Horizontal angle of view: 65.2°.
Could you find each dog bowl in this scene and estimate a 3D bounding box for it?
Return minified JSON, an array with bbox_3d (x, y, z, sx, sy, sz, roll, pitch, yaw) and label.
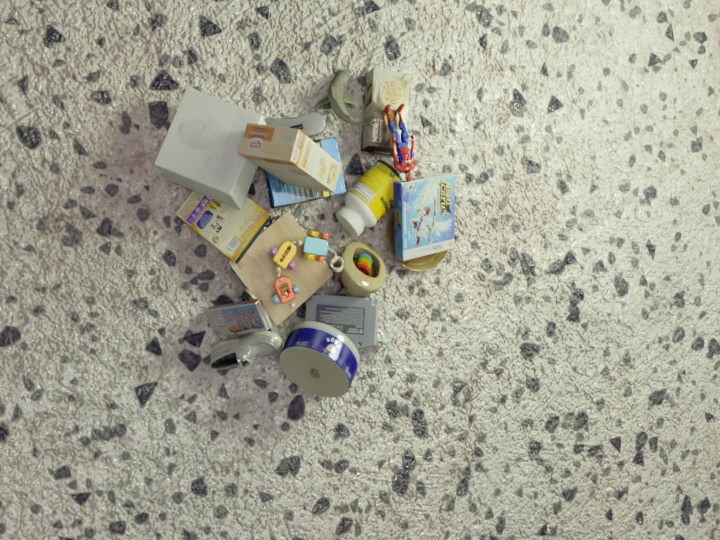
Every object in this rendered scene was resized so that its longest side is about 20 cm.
[{"bbox_3d":[-0.102,0.225,1.408,0.198,0.199,0.080,38,48,-13],"label":"dog bowl"}]

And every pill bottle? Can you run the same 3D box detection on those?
[{"bbox_3d":[0.029,-0.191,1.490,0.113,0.112,0.201,45,79,-13],"label":"pill bottle"}]

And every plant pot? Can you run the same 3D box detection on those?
[{"bbox_3d":[0.162,-0.102,1.578,0.193,0.027,0.209,-1,92,-18],"label":"plant pot"}]

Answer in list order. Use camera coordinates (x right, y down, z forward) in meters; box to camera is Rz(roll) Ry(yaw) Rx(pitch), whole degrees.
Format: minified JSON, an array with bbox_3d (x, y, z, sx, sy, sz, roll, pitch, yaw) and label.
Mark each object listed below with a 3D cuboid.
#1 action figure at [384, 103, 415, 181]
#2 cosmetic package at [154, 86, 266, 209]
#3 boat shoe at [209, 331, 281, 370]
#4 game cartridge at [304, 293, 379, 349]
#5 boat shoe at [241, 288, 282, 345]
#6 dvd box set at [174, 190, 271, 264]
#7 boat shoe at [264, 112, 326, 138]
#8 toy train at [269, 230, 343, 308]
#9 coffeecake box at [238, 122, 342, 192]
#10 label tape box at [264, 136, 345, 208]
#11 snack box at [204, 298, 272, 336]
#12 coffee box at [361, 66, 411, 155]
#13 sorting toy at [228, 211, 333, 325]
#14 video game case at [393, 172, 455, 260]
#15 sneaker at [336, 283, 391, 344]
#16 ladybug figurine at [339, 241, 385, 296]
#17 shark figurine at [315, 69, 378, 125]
[{"bbox_3d":[0.105,-0.325,1.437,0.063,0.052,0.208,-7,81,-22],"label":"action figure"},{"bbox_3d":[-0.343,-0.286,1.334,0.194,0.123,0.205,21,81,5],"label":"cosmetic package"},{"bbox_3d":[-0.285,0.201,1.373,0.193,0.070,0.073,-9,130,15],"label":"boat shoe"},{"bbox_3d":[-0.049,0.134,1.441,0.193,0.041,0.139,4,83,16],"label":"game cartridge"},{"bbox_3d":[-0.256,0.132,1.398,0.060,0.074,0.204,-34,135,-16],"label":"boat shoe"},{"bbox_3d":[-0.336,-0.134,1.382,0.197,0.029,0.148,36,81,9],"label":"dvd box set"},{"bbox_3d":[-0.180,-0.361,1.445,0.193,0.066,0.075,-14,92,5],"label":"boat shoe"},{"bbox_3d":[-0.145,-0.009,1.395,0.196,0.056,0.154,-29,96,-5],"label":"toy train"},{"bbox_3d":[-0.157,-0.256,1.294,0.149,0.199,0.076,15,85,28],"label":"coffeecake box"},{"bbox_3d":[-0.148,-0.252,1.458,0.193,0.063,0.150,-12,94,-16],"label":"label tape box"},{"bbox_3d":[-0.298,0.116,1.359,0.024,0.195,0.074,-37,111,-49],"label":"snack box"},{"bbox_3d":[0.067,-0.423,1.514,0.110,0.079,0.208,5,90,-17],"label":"coffee box"},{"bbox_3d":[-0.205,-0.005,1.443,0.198,0.069,0.202,-40,101,-13],"label":"sorting toy"},{"bbox_3d":[0.173,-0.145,1.500,0.176,0.045,0.208,-14,111,-29],"label":"video game case"},{"bbox_3d":[0.021,0.102,1.511,0.196,0.077,0.144,28,84,-16],"label":"sneaker"},{"bbox_3d":[0.000,0.000,1.464,0.133,0.202,0.073,32,121,-7],"label":"ladybug figurine"},{"bbox_3d":[-0.047,-0.435,1.438,0.125,0.090,0.218,-27,62,-4],"label":"shark figurine"}]
